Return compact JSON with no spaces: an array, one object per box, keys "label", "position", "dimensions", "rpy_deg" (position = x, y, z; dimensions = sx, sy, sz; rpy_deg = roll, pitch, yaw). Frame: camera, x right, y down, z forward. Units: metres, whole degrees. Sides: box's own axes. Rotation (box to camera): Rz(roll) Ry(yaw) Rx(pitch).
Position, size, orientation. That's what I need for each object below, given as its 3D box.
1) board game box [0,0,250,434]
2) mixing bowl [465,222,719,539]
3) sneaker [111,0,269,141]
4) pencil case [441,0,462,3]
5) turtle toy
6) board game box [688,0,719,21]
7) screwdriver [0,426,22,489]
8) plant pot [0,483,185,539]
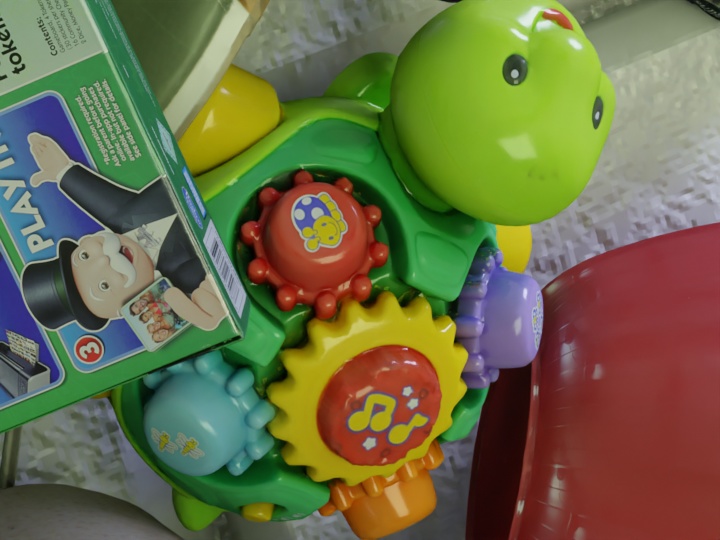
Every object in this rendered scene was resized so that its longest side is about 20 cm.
[{"label":"board game box","position":[-0.129,-0.050,0.651],"dimensions":[0.134,0.029,0.200],"rpy_deg":[-21,106,9]},{"label":"mixing bowl","position":[0.095,0.069,0.827],"dimensions":[0.108,0.200,0.201],"rpy_deg":[8,101,-6]},{"label":"sneaker","position":[-0.103,-0.054,0.735],"dimensions":[0.090,0.067,0.200],"rpy_deg":[29,109,-25]},{"label":"pencil case","position":[0.040,-0.180,0.770],"dimensions":[0.085,0.092,0.200],"rpy_deg":[24,94,-3]},{"label":"turtle toy","position":[0.000,0.000,0.777],"dimensions":[0.146,0.101,0.200],"rpy_deg":[23,106,-35]},{"label":"board game box","position":[0.141,-0.187,0.855],"dimensions":[0.135,0.028,0.200],"rpy_deg":[24,93,-28]},{"label":"screwdriver","position":[-0.110,0.067,0.770],"dimensions":[0.029,0.028,0.200],"rpy_deg":[-6,126,-18]},{"label":"plant pot","position":[-0.063,0.156,0.708],"dimensions":[0.200,0.183,0.201],"rpy_deg":[-13,117,-27]}]
